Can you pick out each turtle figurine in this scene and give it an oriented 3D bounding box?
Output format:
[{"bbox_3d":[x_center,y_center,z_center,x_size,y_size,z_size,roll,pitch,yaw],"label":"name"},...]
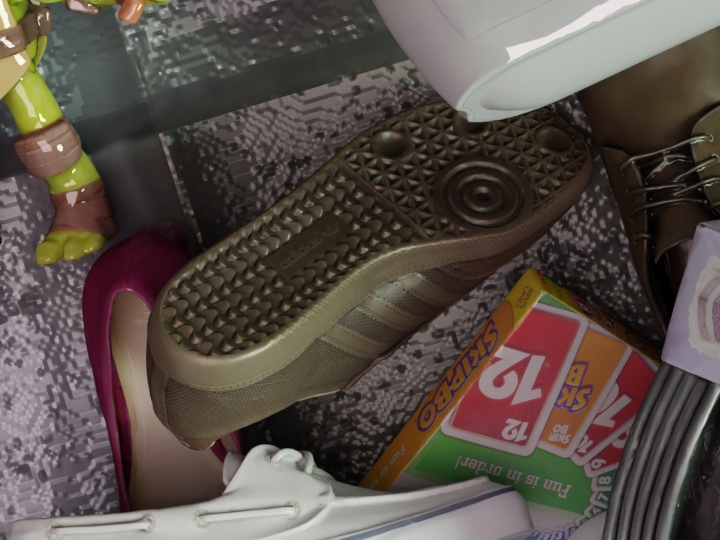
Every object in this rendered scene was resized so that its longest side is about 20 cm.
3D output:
[{"bbox_3d":[-0.157,-0.082,1.115,0.199,0.064,0.162,-10,110,-1],"label":"turtle figurine"}]

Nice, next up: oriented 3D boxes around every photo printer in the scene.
[{"bbox_3d":[0.087,-0.156,1.042,0.199,0.069,0.167,-25,72,11],"label":"photo printer"}]

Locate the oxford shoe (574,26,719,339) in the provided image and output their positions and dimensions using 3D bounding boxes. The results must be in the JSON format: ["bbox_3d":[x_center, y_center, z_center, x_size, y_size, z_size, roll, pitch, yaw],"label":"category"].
[{"bbox_3d":[0.125,-0.041,1.084,0.072,0.084,0.201,-22,97,15],"label":"oxford shoe"}]

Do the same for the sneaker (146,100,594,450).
[{"bbox_3d":[0.000,0.000,1.097,0.199,0.076,0.071,-27,61,-25],"label":"sneaker"}]

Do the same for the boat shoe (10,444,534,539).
[{"bbox_3d":[-0.036,0.098,1.085,0.199,0.074,0.066,-12,78,-4],"label":"boat shoe"}]

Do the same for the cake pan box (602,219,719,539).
[{"bbox_3d":[0.160,0.069,1.051,0.052,0.200,0.185,22,107,31],"label":"cake pan box"}]

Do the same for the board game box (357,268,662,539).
[{"bbox_3d":[0.045,0.102,1.142,0.095,0.030,0.200,31,108,-24],"label":"board game box"}]

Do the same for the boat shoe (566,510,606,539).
[{"bbox_3d":[0.080,0.198,1.135,0.074,0.086,0.203,24,108,-24],"label":"boat shoe"}]

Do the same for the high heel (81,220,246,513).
[{"bbox_3d":[-0.070,0.083,1.128,0.067,0.096,0.201,-2,103,6],"label":"high heel"}]
